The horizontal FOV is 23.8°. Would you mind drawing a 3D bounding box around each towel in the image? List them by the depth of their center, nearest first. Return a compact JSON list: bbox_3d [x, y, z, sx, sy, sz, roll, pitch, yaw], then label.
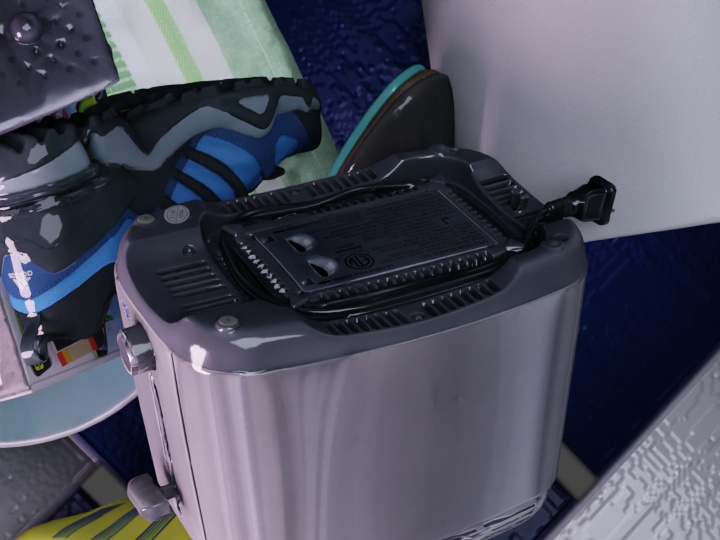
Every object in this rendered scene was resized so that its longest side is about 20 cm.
[{"bbox_3d":[-0.116,-0.049,0.775,0.199,0.023,0.153,-27,95,-12],"label":"towel"}]

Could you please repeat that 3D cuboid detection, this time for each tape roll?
[{"bbox_3d":[0.131,-0.087,0.756,0.201,0.203,0.140,-9,89,-11],"label":"tape roll"}]

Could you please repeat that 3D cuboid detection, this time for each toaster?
[{"bbox_3d":[0.004,0.037,0.653,0.199,0.114,0.130,-15,125,-24],"label":"toaster"}]

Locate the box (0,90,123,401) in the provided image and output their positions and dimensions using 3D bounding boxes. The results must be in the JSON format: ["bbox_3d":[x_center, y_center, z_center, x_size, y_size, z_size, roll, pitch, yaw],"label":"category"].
[{"bbox_3d":[-0.145,-0.055,0.704,0.035,0.110,0.202,-15,94,28],"label":"box"}]

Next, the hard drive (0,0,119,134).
[{"bbox_3d":[-0.199,-0.090,0.606,0.199,0.042,0.136,-19,82,-15],"label":"hard drive"}]

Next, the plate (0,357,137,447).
[{"bbox_3d":[-0.167,-0.020,0.788,0.198,0.026,0.202,0,89,-11],"label":"plate"}]

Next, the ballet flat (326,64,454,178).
[{"bbox_3d":[0.000,0.000,0.752,0.068,0.200,0.068,46,39,12],"label":"ballet flat"}]

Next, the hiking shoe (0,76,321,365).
[{"bbox_3d":[-0.083,-0.029,0.704,0.199,0.074,0.087,-23,108,-51],"label":"hiking shoe"}]

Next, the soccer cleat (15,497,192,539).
[{"bbox_3d":[-0.066,0.116,0.795,0.198,0.065,0.084,-6,60,-6],"label":"soccer cleat"}]
